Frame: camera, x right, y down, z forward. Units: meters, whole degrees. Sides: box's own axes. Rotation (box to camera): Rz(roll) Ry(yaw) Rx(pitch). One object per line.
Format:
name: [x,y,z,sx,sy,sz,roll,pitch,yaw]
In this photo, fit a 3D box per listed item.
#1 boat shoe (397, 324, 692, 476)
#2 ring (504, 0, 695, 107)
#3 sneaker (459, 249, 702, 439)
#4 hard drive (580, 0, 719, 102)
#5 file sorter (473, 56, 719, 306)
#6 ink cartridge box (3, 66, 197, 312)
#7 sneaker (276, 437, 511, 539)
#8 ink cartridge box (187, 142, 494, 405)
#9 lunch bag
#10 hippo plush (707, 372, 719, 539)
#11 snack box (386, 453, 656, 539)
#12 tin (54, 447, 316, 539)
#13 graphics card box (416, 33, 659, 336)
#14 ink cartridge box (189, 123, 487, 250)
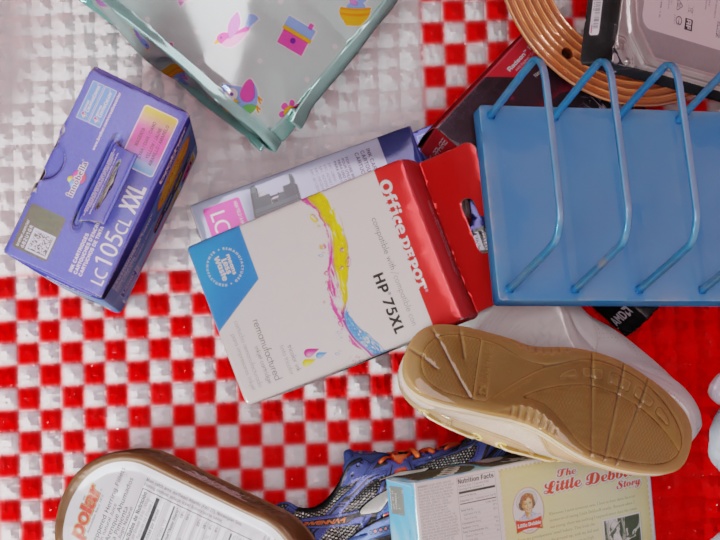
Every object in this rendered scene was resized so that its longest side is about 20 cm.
boat shoe: [0.118,0.088,1.436,0.199,0.069,0.074,20,70,-6]
ring: [0.184,-0.209,1.534,0.200,0.019,0.201,5,75,-18]
sneaker: [0.148,0.057,1.506,0.200,0.088,0.075,39,109,9]
hard drive: [0.238,-0.190,1.492,0.199,0.038,0.140,11,85,-40]
file sorter: [0.192,-0.061,1.431,0.199,0.123,0.139,0,70,-15]
ink cartridge box: [-0.170,-0.051,1.452,0.076,0.200,0.137,25,85,1]
sneaker: [0.023,0.149,1.503,0.200,0.075,0.079,-32,83,-5]
ink cartridge box: [0.000,0.000,1.461,0.199,0.067,0.117,-23,86,11]
lunch bag: [-0.082,-0.201,1.508,0.200,0.122,0.171,39,85,8]
hippo plush: [0.269,0.146,1.456,0.159,0.200,0.161,-12,71,-6]
snack box: [0.112,0.181,1.463,0.199,0.037,0.117,-7,94,-33]
tin: [-0.117,0.194,1.486,0.199,0.042,0.112,23,89,18]
graphics card box: [0.155,-0.066,1.518,0.200,0.051,0.125,43,68,2]
ink cartridge box: [-0.008,-0.023,1.534,0.199,0.042,0.120,-20,86,-4]
